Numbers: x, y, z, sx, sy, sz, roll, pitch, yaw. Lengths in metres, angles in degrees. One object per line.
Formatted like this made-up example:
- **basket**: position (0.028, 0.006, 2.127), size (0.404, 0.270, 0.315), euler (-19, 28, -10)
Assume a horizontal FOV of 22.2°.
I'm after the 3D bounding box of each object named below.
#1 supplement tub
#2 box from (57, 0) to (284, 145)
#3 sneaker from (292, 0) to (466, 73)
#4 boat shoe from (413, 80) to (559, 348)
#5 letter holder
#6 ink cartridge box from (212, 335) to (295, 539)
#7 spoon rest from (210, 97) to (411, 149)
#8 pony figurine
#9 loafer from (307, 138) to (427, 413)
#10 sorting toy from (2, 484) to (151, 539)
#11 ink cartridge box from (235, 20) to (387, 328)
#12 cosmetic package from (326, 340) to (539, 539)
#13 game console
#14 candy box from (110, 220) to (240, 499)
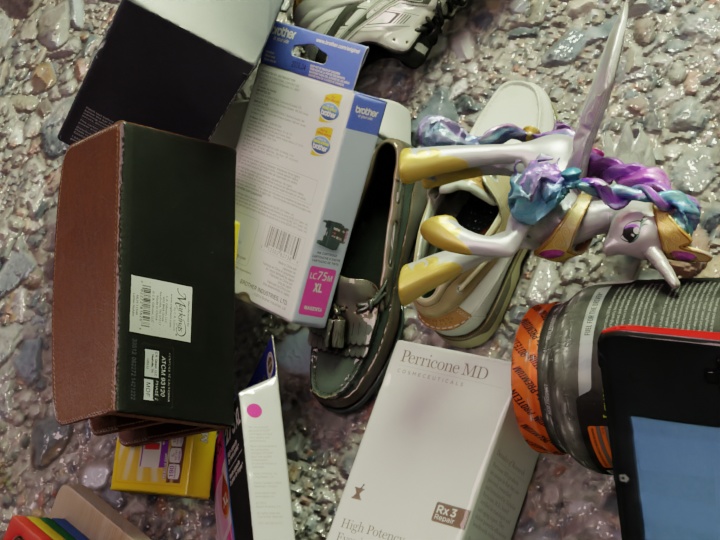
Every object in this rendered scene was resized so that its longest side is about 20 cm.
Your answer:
- **supplement tub**: position (0.202, 0.066, 1.133), size (0.199, 0.122, 0.123), euler (-2, 66, 29)
- **box**: position (-0.123, -0.194, 1.368), size (0.182, 0.104, 0.201), euler (-49, 18, 51)
- **sneaker**: position (0.047, -0.199, 1.395), size (0.199, 0.076, 0.088), euler (-25, 72, 22)
- **boat shoe**: position (0.088, -0.050, 1.288), size (0.074, 0.068, 0.201), euler (5, 69, 32)
- **letter holder**: position (-0.169, 0.015, 1.298), size (0.142, 0.100, 0.201), euler (-15, 70, 47)
- **ink cartridge box**: position (-0.075, 0.154, 1.272), size (0.037, 0.095, 0.201), euler (4, 58, -16)
- **spoon rest**: position (-0.062, -0.096, 1.403), size (0.199, 0.061, 0.100), euler (-13, 61, 24)
- **pony figurine**: position (0.129, -0.061, 1.181), size (0.199, 0.167, 0.194), euler (-3, 49, 17)
- **loafer**: position (0.000, 0.000, 1.318), size (0.072, 0.063, 0.201), euler (9, 72, 33)
- **sorting toy**: position (-0.193, 0.279, 1.250), size (0.198, 0.069, 0.201), euler (31, 103, 38)
- **ink cartridge box**: position (-0.045, -0.071, 1.319), size (0.119, 0.042, 0.201), euler (22, 101, 49)
- **cosmetic package**: position (0.046, 0.154, 1.211), size (0.101, 0.074, 0.201), euler (9, 73, 32)
- **game console**: position (0.228, 0.126, 1.057), size (0.176, 0.201, 0.031), euler (3, 28, 26)
- **candy box**: position (-0.136, 0.064, 1.346), size (0.102, 0.026, 0.201), euler (-6, 75, 52)
